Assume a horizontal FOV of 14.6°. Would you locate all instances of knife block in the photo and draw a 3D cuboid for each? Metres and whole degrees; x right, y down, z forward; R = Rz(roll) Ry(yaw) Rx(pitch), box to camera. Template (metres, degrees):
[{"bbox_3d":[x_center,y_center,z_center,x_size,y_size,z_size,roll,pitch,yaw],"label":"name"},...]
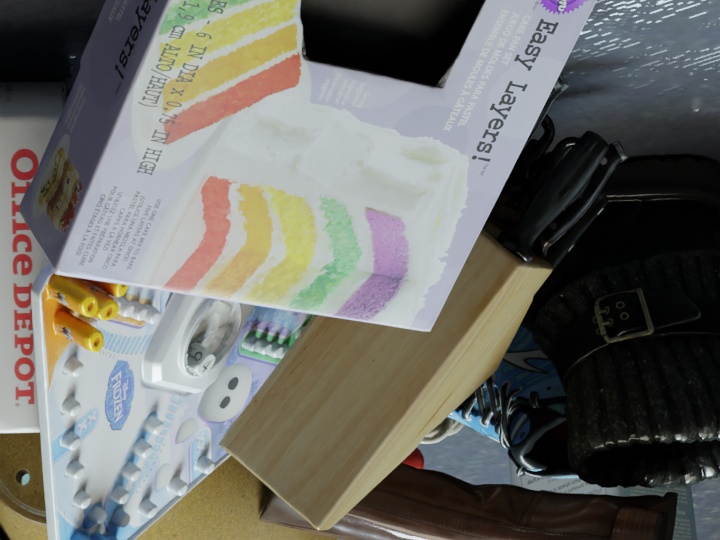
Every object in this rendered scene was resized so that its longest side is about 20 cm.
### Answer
[{"bbox_3d":[0.035,0.003,1.266,0.200,0.064,0.176,-41,162,-36],"label":"knife block"}]

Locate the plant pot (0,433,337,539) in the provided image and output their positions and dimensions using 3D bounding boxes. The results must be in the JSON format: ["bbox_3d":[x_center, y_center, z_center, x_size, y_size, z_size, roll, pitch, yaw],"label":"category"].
[{"bbox_3d":[-0.117,0.095,1.411,0.186,0.187,0.200,-8,165,10],"label":"plant pot"}]

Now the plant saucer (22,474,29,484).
[{"bbox_3d":[-0.146,0.125,1.619,0.200,0.039,0.201,24,174,3],"label":"plant saucer"}]

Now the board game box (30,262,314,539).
[{"bbox_3d":[-0.066,0.029,1.256,0.026,0.200,0.200,29,139,26],"label":"board game box"}]

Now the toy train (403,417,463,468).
[{"bbox_3d":[0.018,0.064,1.599,0.200,0.085,0.116,-22,154,-37],"label":"toy train"}]

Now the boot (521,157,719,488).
[{"bbox_3d":[0.094,0.033,1.391,0.210,0.158,0.079,-8,159,8],"label":"boot"}]

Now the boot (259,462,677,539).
[{"bbox_3d":[0.056,0.126,1.412,0.199,0.064,0.186,8,169,10],"label":"boot"}]

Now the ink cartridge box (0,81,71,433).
[{"bbox_3d":[-0.224,-0.005,1.231,0.199,0.145,0.084,-1,-168,-6],"label":"ink cartridge box"}]

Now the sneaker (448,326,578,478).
[{"bbox_3d":[0.087,0.061,1.456,0.199,0.079,0.090,12,-150,21],"label":"sneaker"}]

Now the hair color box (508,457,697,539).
[{"bbox_3d":[0.145,0.157,1.662,0.060,0.201,0.099,11,155,-34],"label":"hair color box"}]

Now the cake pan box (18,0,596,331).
[{"bbox_3d":[-0.015,-0.077,1.116,0.184,0.052,0.200,10,120,-33],"label":"cake pan box"}]
